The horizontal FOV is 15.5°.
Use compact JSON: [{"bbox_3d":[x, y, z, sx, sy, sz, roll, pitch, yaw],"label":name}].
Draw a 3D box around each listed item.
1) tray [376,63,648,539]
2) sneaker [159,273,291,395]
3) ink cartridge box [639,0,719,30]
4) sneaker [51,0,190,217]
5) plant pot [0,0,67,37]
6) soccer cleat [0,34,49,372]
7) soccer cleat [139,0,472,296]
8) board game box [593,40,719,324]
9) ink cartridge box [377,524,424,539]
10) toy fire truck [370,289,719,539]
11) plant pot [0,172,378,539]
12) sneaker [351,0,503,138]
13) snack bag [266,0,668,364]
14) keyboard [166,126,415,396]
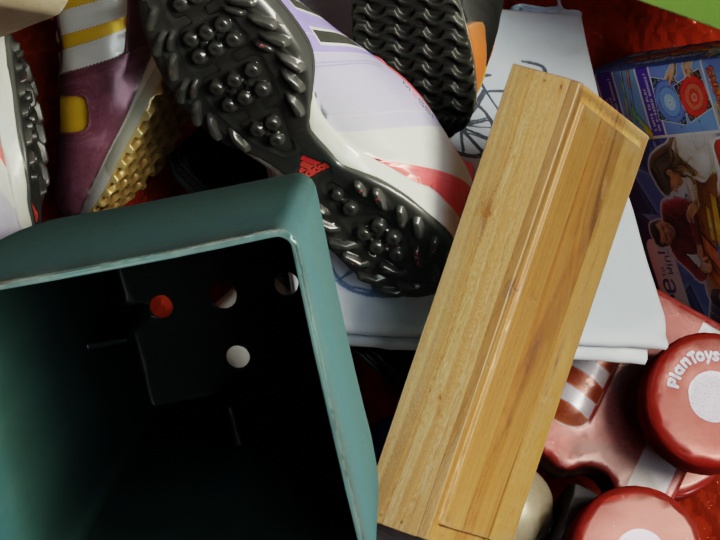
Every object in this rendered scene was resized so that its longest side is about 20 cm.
[{"bbox_3d":[0.066,0.021,1.146,0.099,0.037,0.201,25,82,-64],"label":"tray"},{"bbox_3d":[-0.115,0.052,1.175,0.200,0.075,0.115,-49,113,-16],"label":"sneaker"},{"bbox_3d":[0.180,-0.170,1.271,0.200,0.147,0.076,-15,125,-61],"label":"ink cartridge box"},{"bbox_3d":[-0.110,-0.119,1.173,0.090,0.075,0.201,27,109,10],"label":"sneaker"},{"bbox_3d":[-0.193,-0.190,1.060,0.176,0.200,0.201,21,79,-21],"label":"plant pot"},{"bbox_3d":[-0.167,-0.008,1.118,0.073,0.068,0.201,-10,61,2],"label":"soccer cleat"},{"bbox_3d":[-0.020,-0.076,1.138,0.200,0.068,0.073,47,39,-26],"label":"soccer cleat"},{"bbox_3d":[0.188,-0.013,1.304,0.034,0.135,0.201,-23,100,-25],"label":"board game box"},{"bbox_3d":[-0.049,0.182,1.159,0.199,0.086,0.147,4,100,-48],"label":"ink cartridge box"},{"bbox_3d":[0.093,0.086,1.281,0.167,0.112,0.201,29,75,0],"label":"toy fire truck"},{"bbox_3d":[-0.068,0.036,1.038,0.140,0.200,0.142,-10,105,8],"label":"plant pot"},{"bbox_3d":[0.031,-0.164,1.194,0.070,0.090,0.201,5,114,11],"label":"sneaker"},{"bbox_3d":[0.041,-0.049,1.246,0.187,0.021,0.201,3,59,-25],"label":"snack bag"},{"bbox_3d":[0.000,0.000,1.239,0.200,0.040,0.104,45,47,0],"label":"keyboard"}]
